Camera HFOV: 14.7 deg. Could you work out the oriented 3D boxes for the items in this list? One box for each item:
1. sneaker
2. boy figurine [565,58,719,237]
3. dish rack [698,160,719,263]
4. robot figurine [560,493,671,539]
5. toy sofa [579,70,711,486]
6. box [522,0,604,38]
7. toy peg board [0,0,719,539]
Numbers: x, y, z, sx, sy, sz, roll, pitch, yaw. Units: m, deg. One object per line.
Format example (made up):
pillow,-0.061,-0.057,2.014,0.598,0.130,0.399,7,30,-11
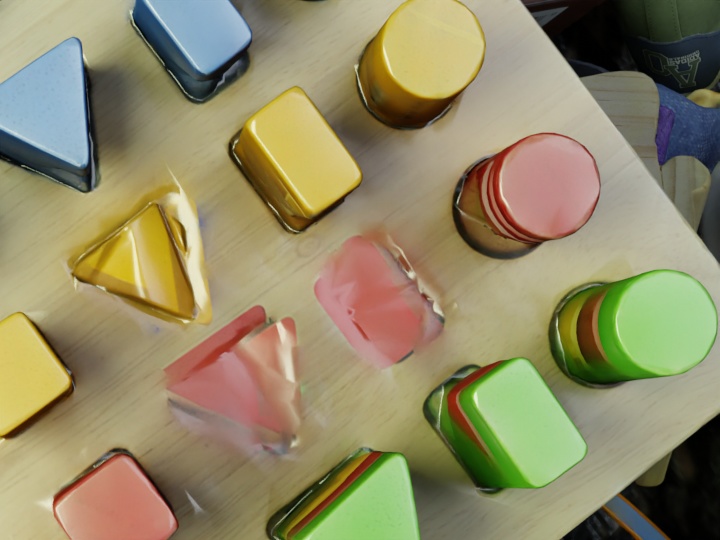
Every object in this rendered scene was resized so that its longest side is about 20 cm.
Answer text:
sneaker,0.124,-0.141,1.011,0.201,0.067,0.090,-66,150,-48
boy figurine,0.131,-0.016,0.956,0.199,0.064,0.125,10,98,-44
dish rack,0.172,0.035,0.919,0.171,0.043,0.201,-23,107,-43
robot figurine,0.046,0.112,0.879,0.200,0.058,0.145,42,57,-14
toy sofa,0.000,0.000,0.830,0.199,0.083,0.098,2,49,-5
box,0.002,-0.167,0.936,0.100,0.075,0.201,-13,80,-33
toy peg board,-0.021,0.002,0.694,0.200,0.098,0.200,-37,91,-7
